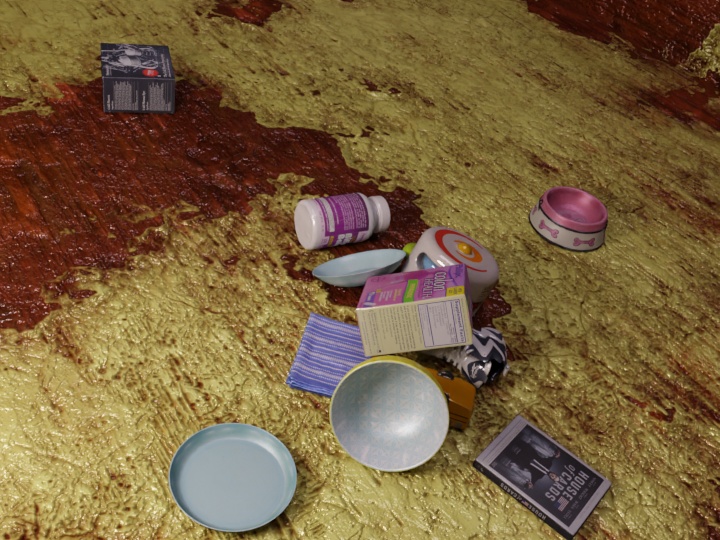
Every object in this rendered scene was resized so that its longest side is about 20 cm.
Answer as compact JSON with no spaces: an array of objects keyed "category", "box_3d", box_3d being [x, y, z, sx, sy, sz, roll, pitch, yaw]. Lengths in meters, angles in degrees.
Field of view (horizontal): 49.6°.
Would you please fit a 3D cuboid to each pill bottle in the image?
[{"category":"pill bottle","box_3d":[-0.038,-0.114,1.740,0.199,0.113,0.112,-11,44,-26]}]

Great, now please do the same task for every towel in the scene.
[{"category":"towel","box_3d":[-0.050,0.163,1.473,0.144,0.024,0.201,15,39,1]}]

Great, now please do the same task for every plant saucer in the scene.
[{"category":"plant saucer","box_3d":[-0.201,0.328,1.228,0.199,0.028,0.201,8,39,-7]},{"category":"plant saucer","box_3d":[0.000,0.000,1.625,0.200,0.039,0.201,-10,13,2]}]

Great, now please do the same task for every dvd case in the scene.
[{"category":"dvd case","box_3d":[0.315,0.353,1.348,0.200,0.025,0.150,34,44,25]}]

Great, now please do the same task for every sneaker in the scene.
[{"category":"sneaker","box_3d":[0.197,0.165,1.495,0.198,0.080,0.130,12,29,-17]}]

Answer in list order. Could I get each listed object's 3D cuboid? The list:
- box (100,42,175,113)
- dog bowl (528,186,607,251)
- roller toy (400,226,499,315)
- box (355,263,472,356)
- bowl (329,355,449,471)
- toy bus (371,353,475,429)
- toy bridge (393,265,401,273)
[{"category":"box","box_3d":[-0.592,-0.511,2.064,0.181,0.105,0.201,-4,42,-18]},{"category":"dog bowl","box_3d":[0.531,-0.137,1.963,0.199,0.074,0.201,8,40,-7]},{"category":"roller toy","box_3d":[0.189,0.002,1.613,0.199,0.140,0.183,24,30,-12]},{"category":"box","box_3d":[0.106,0.071,1.452,0.199,0.097,0.176,-7,17,11]},{"category":"bowl","box_3d":[0.053,0.225,1.317,0.199,0.201,0.108,16,18,4]},{"category":"toy bus","box_3d":[0.107,0.217,1.409,0.199,0.079,0.065,17,40,4]},{"category":"toy bridge","box_3d":[0.089,0.057,1.637,0.067,0.027,0.200,-9,44,-21]}]
